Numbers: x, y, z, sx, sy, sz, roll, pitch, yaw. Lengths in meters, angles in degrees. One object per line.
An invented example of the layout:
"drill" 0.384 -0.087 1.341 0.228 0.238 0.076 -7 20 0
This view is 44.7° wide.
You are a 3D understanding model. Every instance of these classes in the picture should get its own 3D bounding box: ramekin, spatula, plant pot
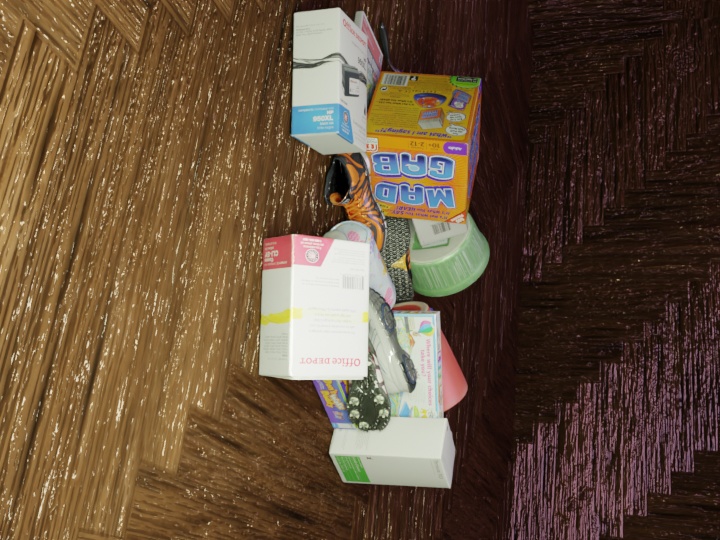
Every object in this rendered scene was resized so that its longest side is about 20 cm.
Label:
"ramekin" 0.170 -0.051 1.891 0.098 0.199 0.201 60 34 -43
"spatula" 0.067 -0.440 1.853 0.200 0.020 0.057 64 19 -47
"plant pot" 0.084 0.167 1.656 0.200 0.199 0.178 -49 124 -63

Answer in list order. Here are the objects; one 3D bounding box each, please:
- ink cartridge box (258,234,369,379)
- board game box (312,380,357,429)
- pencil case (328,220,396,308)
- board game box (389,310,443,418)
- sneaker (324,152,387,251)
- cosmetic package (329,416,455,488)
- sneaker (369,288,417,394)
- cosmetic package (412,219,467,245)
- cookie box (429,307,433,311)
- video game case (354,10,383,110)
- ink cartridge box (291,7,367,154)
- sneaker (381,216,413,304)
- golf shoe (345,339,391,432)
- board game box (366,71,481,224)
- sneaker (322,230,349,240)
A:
"ink cartridge box" -0.066 0.056 1.268 0.145 0.083 0.201 6 82 -41
"board game box" -0.036 0.158 1.495 0.201 0.045 0.135 71 26 -43
"pencil case" 0.000 0.000 1.546 0.200 0.090 0.083 66 11 -50
"board game box" 0.076 0.172 1.547 0.034 0.134 0.201 -19 108 -70
"sneaker" -0.017 -0.111 1.537 0.112 0.077 0.201 -40 116 -61
"cosmetic package" 0.059 0.315 1.530 0.108 0.199 0.085 69 27 -44
"sneaker" 0.025 0.125 1.502 0.074 0.087 0.201 -18 88 -68
"cosmetic package" 0.151 -0.159 1.854 0.085 0.107 0.201 67 8 -45
"cookie box" 0.125 0.210 1.924 0.171 0.075 0.201 -66 150 -50
"video game case" 0.007 -0.373 1.681 0.143 0.017 0.201 54 40 -60
"ink cartridge box" -0.048 -0.302 1.413 0.145 0.084 0.201 13 76 -71
"sneaker" 0.070 -0.028 1.807 0.090 0.070 0.201 -112 -163 -86
"golf shoe" 0.012 0.180 1.455 0.088 0.077 0.201 -75 158 -55
"board game box" 0.120 -0.238 1.686 0.200 0.199 0.200 85 16 -47
"sneaker" -0.061 0.000 1.384 0.071 0.073 0.201 75 24 -45
